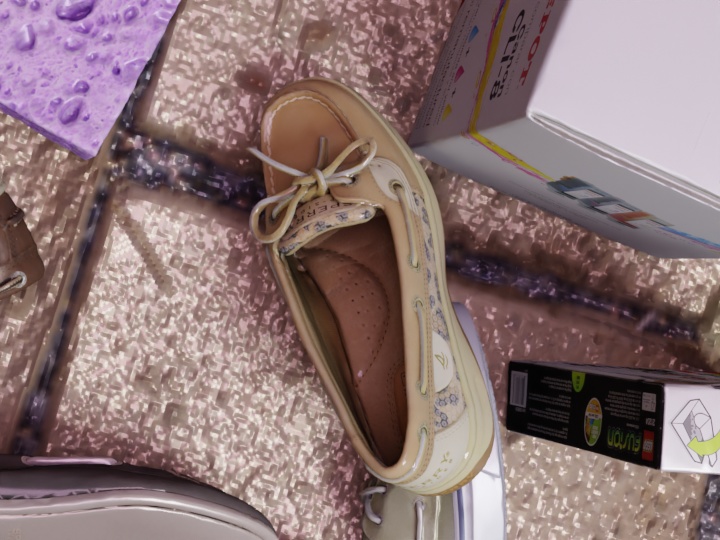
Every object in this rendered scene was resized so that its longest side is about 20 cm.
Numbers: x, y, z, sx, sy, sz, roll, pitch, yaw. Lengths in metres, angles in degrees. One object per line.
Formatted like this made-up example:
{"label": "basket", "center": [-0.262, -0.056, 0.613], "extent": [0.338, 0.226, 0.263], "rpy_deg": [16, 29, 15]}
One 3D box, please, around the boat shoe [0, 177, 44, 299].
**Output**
{"label": "boat shoe", "center": [-0.222, 0.037, 0.864], "extent": [0.202, 0.075, 0.075], "rpy_deg": [-37, 104, -11]}

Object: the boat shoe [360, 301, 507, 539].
{"label": "boat shoe", "center": [0.031, 0.116, 0.923], "extent": [0.062, 0.072, 0.201], "rpy_deg": [-4, 92, -7]}

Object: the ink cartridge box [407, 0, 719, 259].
{"label": "ink cartridge box", "center": [0.129, -0.096, 0.877], "extent": [0.144, 0.200, 0.146], "rpy_deg": [23, 85, -12]}

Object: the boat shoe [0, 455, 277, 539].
{"label": "boat shoe", "center": [-0.134, 0.104, 0.885], "extent": [0.199, 0.057, 0.067], "rpy_deg": [5, 124, -17]}

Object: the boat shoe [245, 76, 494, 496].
{"label": "boat shoe", "center": [0.000, 0.000, 0.885], "extent": [0.073, 0.063, 0.201], "rpy_deg": [-31, 69, 20]}

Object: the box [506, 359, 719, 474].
{"label": "box", "center": [0.144, 0.063, 0.881], "extent": [0.109, 0.200, 0.035], "rpy_deg": [4, 89, -13]}

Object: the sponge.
{"label": "sponge", "center": [-0.178, -0.147, 0.895], "extent": [0.199, 0.030, 0.112], "rpy_deg": [30, 84, -12]}
